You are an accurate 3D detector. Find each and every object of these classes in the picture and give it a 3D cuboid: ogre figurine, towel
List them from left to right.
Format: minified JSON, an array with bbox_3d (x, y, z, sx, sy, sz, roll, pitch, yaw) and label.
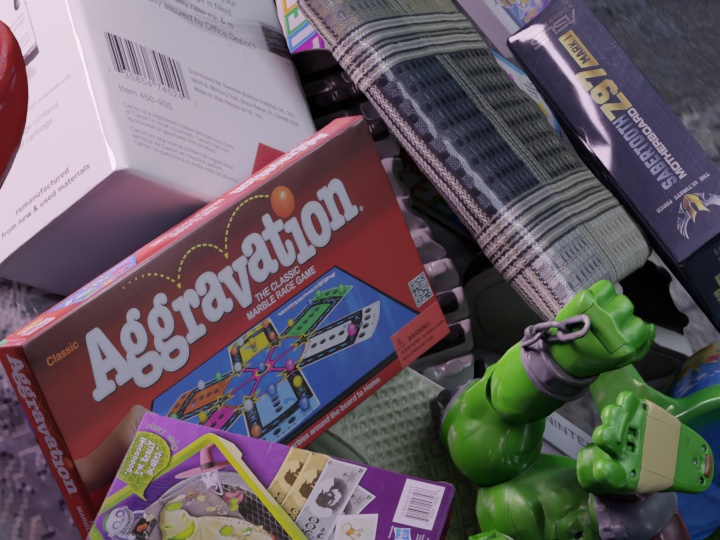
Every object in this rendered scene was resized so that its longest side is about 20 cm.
[{"bbox_3d":[0.056,-0.059,1.109,0.193,0.035,0.200,51,18,5],"label":"towel"},{"bbox_3d":[0.101,0.108,0.982,0.200,0.120,0.098,49,55,-22],"label":"ogre figurine"}]

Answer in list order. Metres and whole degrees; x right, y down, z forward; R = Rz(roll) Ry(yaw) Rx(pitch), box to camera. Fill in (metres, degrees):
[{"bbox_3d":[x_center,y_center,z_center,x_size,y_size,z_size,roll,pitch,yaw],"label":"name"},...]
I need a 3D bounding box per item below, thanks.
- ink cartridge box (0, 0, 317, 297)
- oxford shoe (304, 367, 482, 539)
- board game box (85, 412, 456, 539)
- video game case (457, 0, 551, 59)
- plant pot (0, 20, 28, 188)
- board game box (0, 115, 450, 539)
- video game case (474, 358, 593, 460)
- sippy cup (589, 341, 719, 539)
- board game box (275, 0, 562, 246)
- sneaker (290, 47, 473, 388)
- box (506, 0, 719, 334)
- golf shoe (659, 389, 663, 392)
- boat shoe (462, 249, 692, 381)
[{"bbox_3d":[-0.101,-0.084,1.018,0.147,0.083,0.200,20,43,-47],"label":"ink cartridge box"},{"bbox_3d":[-0.001,0.074,1.017,0.200,0.058,0.075,42,55,-26],"label":"oxford shoe"},{"bbox_3d":[-0.049,0.138,0.794,0.120,0.032,0.200,16,45,6],"label":"board game box"},{"bbox_3d":[0.081,-0.238,1.337,0.143,0.018,0.200,47,52,-29],"label":"video game case"},{"bbox_3d":[-0.217,-0.058,0.704,0.183,0.200,0.200,50,26,-26],"label":"plant pot"},{"bbox_3d":[-0.047,0.027,0.929,0.200,0.019,0.103,-37,111,-40],"label":"board game box"},{"bbox_3d":[0.118,0.159,1.135,0.181,0.025,0.200,35,33,-31],"label":"video game case"},{"bbox_3d":[0.195,0.097,1.172,0.130,0.140,0.178,-72,146,-69],"label":"sippy cup"},{"bbox_3d":[0.039,-0.088,1.286,0.200,0.034,0.135,31,35,-35],"label":"board game box"},{"bbox_3d":[0.000,0.000,1.093,0.081,0.075,0.200,119,-42,-73],"label":"sneaker"},{"bbox_3d":[0.160,-0.049,1.281,0.158,0.051,0.200,54,5,21],"label":"box"},{"bbox_3d":[0.232,0.078,1.338,0.077,0.088,0.200,58,27,13],"label":"golf shoe"},{"bbox_3d":[0.112,0.010,1.236,0.200,0.074,0.060,19,55,-51],"label":"boat shoe"}]
